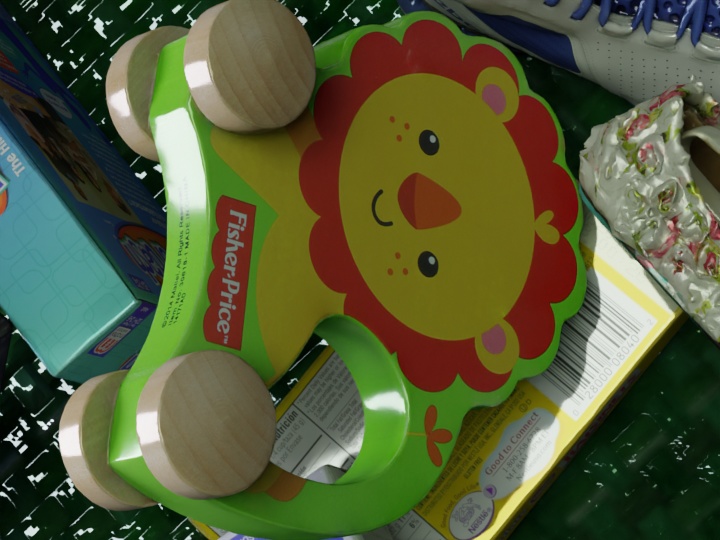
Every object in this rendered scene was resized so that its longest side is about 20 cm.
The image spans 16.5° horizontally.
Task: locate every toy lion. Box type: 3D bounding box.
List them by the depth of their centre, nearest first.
[{"bbox_3d":[0.000,0.000,0.873,0.069,0.191,0.201,-15,62,50],"label":"toy lion"}]

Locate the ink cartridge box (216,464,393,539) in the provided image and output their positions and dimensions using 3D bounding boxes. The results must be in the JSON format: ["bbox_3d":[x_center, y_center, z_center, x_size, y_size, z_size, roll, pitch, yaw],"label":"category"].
[{"bbox_3d":[-0.044,0.206,0.907,0.197,0.047,0.200,-35,60,19],"label":"ink cartridge box"}]

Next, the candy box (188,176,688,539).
[{"bbox_3d":[0.033,0.053,0.960,0.102,0.026,0.200,41,93,20],"label":"candy box"}]

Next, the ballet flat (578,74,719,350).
[{"bbox_3d":[0.159,0.011,0.893,0.200,0.076,0.064,46,123,10],"label":"ballet flat"}]

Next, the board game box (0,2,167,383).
[{"bbox_3d":[-0.130,-0.039,0.955,0.045,0.152,0.200,-41,73,7],"label":"board game box"}]

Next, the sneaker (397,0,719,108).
[{"bbox_3d":[0.088,-0.108,0.922,0.199,0.115,0.081,16,87,17],"label":"sneaker"}]

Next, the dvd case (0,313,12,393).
[{"bbox_3d":[-0.199,0.043,0.959,0.143,0.200,0.018,39,50,18],"label":"dvd case"}]
